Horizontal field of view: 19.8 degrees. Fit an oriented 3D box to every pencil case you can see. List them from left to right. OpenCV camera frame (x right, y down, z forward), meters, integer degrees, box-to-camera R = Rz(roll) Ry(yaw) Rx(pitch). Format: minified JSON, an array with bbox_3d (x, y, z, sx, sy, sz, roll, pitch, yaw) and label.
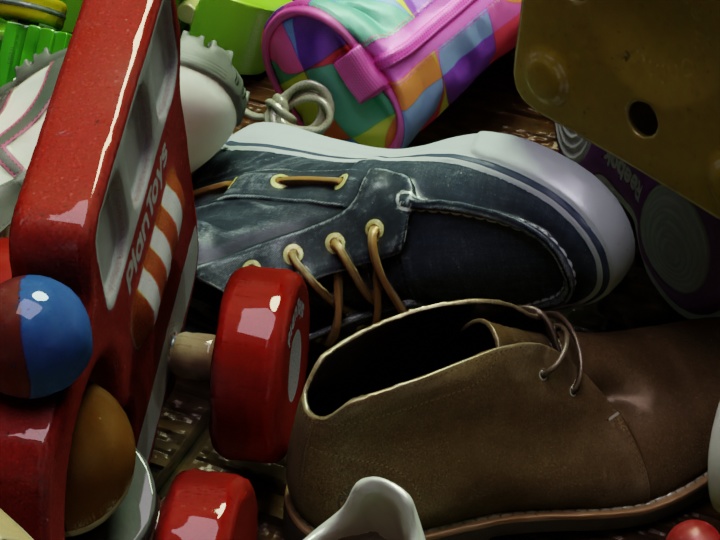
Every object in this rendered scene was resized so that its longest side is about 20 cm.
[{"bbox_3d":[0.047,-0.128,0.898,0.088,0.089,0.200,28,56,31],"label":"pencil case"}]

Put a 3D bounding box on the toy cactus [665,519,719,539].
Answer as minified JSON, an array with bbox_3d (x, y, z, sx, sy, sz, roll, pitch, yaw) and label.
[{"bbox_3d":[0.094,0.157,0.567,0.164,0.103,0.199,34,40,22],"label":"toy cactus"}]

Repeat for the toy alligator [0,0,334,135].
[{"bbox_3d":[-0.099,-0.079,0.884,0.198,0.060,0.054,12,-1,14],"label":"toy alligator"}]

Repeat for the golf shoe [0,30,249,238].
[{"bbox_3d":[-0.131,-0.022,0.779,0.198,0.077,0.089,-22,46,8],"label":"golf shoe"}]

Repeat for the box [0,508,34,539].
[{"bbox_3d":[-0.192,0.095,0.599,0.199,0.165,0.021,34,9,35],"label":"box"}]

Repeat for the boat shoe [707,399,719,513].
[{"bbox_3d":[0.193,0.031,0.727,0.066,0.075,0.199,17,30,34],"label":"boat shoe"}]

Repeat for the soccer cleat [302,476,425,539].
[{"bbox_3d":[-0.038,0.139,0.588,0.069,0.078,0.200,18,42,21],"label":"soccer cleat"}]

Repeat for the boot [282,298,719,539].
[{"bbox_3d":[0.068,0.043,0.711,0.198,0.076,0.074,-15,38,-20],"label":"boot"}]

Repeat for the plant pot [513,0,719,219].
[{"bbox_3d":[0.160,-0.120,0.718,0.199,0.196,0.195,-30,51,-35],"label":"plant pot"}]

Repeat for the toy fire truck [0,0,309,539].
[{"bbox_3d":[-0.086,0.029,0.640,0.111,0.169,0.201,7,52,8],"label":"toy fire truck"}]

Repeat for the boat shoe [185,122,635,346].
[{"bbox_3d":[0.000,0.000,0.756,0.199,0.071,0.091,8,41,41],"label":"boat shoe"}]

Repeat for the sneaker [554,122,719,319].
[{"bbox_3d":[0.142,-0.050,0.843,0.099,0.075,0.201,-1,42,-21],"label":"sneaker"}]

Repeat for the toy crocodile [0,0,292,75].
[{"bbox_3d":[-0.129,-0.131,0.935,0.198,0.068,0.062,12,30,11],"label":"toy crocodile"}]
